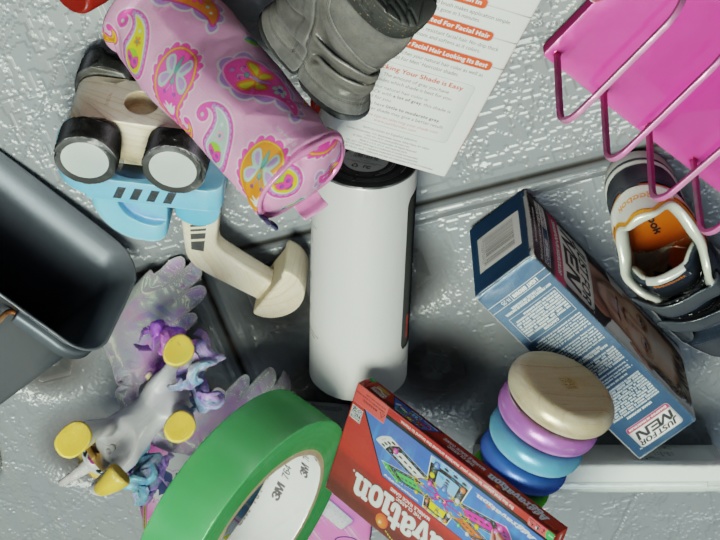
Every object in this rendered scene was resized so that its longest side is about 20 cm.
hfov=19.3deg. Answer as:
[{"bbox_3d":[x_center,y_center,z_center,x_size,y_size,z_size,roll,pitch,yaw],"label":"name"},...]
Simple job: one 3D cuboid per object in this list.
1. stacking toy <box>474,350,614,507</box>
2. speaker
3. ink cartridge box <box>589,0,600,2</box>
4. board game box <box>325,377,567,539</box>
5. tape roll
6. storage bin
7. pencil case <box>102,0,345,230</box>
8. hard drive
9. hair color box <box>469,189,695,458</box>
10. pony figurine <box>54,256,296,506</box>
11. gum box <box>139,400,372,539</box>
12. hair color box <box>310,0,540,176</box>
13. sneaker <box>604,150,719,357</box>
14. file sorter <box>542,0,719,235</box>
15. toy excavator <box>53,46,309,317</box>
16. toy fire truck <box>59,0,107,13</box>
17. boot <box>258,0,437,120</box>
[{"bbox_3d":[0.112,0.160,1.593,0.085,0.086,0.201,20,121,-10],"label":"stacking toy"},{"bbox_3d":[0.000,0.000,1.621,0.081,0.081,0.201,3,124,1],"label":"speaker"},{"bbox_3d":[0.179,-0.300,1.389,0.144,0.084,0.201,-20,114,15],"label":"ink cartridge box"},{"bbox_3d":[0.060,0.177,1.582,0.200,0.019,0.103,36,126,29],"label":"board game box"},{"bbox_3d":[-0.091,0.186,1.608,0.048,0.200,0.201,32,127,22],"label":"tape roll"},{"bbox_3d":[-0.297,0.013,1.617,0.200,0.146,0.134,37,129,-15],"label":"storage bin"},{"bbox_3d":[-0.094,-0.123,1.480,0.200,0.087,0.088,47,123,19],"label":"pencil case"},{"bbox_3d":[0.189,0.157,1.693,0.198,0.132,0.026,-1,91,4],"label":"hard drive"},{"bbox_3d":[0.170,0.041,1.627,0.060,0.100,0.200,-36,116,21],"label":"hair color box"},{"bbox_3d":[-0.153,0.099,1.610,0.193,0.200,0.167,-41,90,-11],"label":"pony figurine"},{"bbox_3d":[-0.085,0.168,1.749,0.198,0.066,0.114,6,123,0],"label":"gum box"},{"bbox_3d":[0.047,-0.168,1.491,0.110,0.064,0.200,15,135,-14],"label":"hair color box"},{"bbox_3d":[0.244,0.007,1.614,0.078,0.080,0.200,-27,120,19],"label":"sneaker"},{"bbox_3d":[0.249,-0.117,1.498,0.199,0.126,0.139,35,120,-19],"label":"file sorter"},{"bbox_3d":[-0.131,-0.055,1.595,0.193,0.100,0.201,7,138,0],"label":"toy excavator"},{"bbox_3d":[-0.169,-0.275,1.407,0.169,0.112,0.200,62,154,-8],"label":"toy fire truck"},{"bbox_3d":[-0.041,-0.205,1.428,0.201,0.070,0.132,60,144,13],"label":"boot"}]
